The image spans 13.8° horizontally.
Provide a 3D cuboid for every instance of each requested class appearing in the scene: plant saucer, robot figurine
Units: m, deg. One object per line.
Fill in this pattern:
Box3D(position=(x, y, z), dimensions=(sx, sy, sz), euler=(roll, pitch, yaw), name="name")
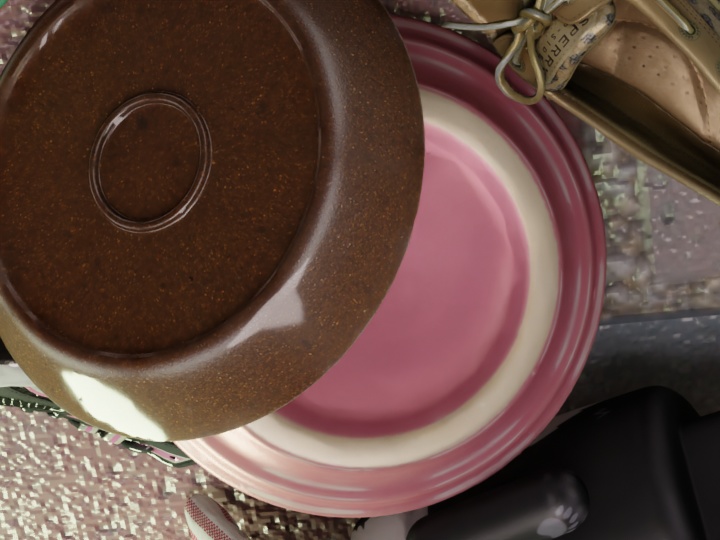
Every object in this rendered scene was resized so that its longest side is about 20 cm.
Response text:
Box3D(position=(-0.072, -0.038, 1.114), dimensions=(0.200, 0.200, 0.034), euler=(-32, 155, 20), name="plant saucer")
Box3D(position=(0.091, 0.119, 1.246), dimensions=(0.200, 0.125, 0.150), euler=(-20, 118, 18), name="robot figurine")
Box3D(position=(0.000, 0.000, 1.162), dimensions=(0.200, 0.051, 0.201), euler=(-1, 97, -7), name="plant saucer")

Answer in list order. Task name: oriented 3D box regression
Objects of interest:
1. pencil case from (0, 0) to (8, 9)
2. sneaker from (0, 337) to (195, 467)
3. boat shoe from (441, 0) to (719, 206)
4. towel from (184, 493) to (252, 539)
Box3D(position=(-0.170, -0.120, 1.120), dimensions=(0.088, 0.088, 0.200), euler=(36, 116, -20), name="pencil case")
Box3D(position=(-0.094, 0.045, 1.229), dimensions=(0.200, 0.080, 0.086), euler=(-1, 125, 3), name="sneaker")
Box3D(position=(0.104, -0.082, 1.127), dimensions=(0.200, 0.063, 0.073), euler=(30, 135, 1), name="boat shoe")
Box3D(position=(-0.009, 0.197, 1.299), dimensions=(0.030, 0.146, 0.200), euler=(-31, 123, -17), name="towel")
